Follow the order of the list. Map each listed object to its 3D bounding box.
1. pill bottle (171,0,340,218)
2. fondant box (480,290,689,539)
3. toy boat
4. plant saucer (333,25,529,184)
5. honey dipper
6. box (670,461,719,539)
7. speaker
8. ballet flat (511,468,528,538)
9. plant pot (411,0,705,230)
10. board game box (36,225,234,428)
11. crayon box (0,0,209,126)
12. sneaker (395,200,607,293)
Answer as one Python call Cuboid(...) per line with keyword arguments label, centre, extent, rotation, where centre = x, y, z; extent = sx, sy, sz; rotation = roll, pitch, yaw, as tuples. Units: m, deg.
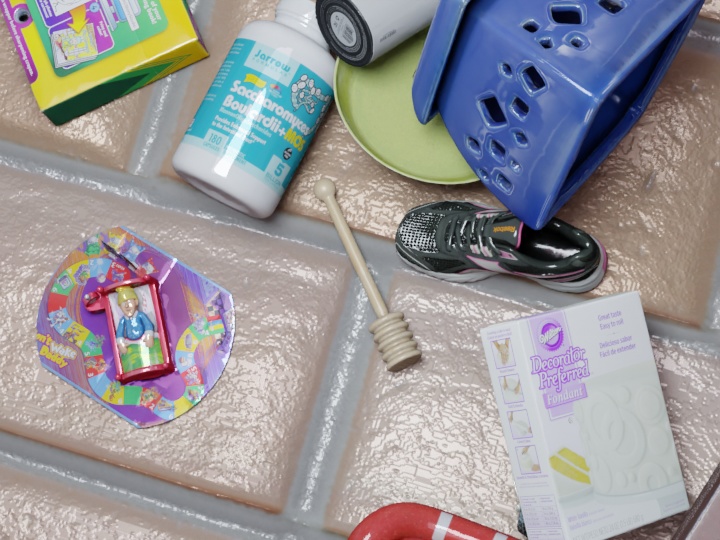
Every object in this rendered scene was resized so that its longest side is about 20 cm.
Cuboid(label="pill bottle", centre=(-0.090, -0.160, 1.507), extent=(0.110, 0.111, 0.201), rotation=(25, 83, 12))
Cuboid(label="fondant box", centre=(0.197, 0.131, 1.382), extent=(0.144, 0.058, 0.202), rotation=(-12, 87, -33))
Cuboid(label="toy boat", centre=(0.075, 0.280, 1.384), extent=(0.199, 0.131, 0.131), rotation=(19, 81, 11))
Cuboid(label="plant saucer", centre=(0.071, -0.163, 1.500), extent=(0.198, 0.031, 0.201), rotation=(4, 63, -8))
Cuboid(label="honey dipper", centre=(0.000, 0.000, 1.501), extent=(0.038, 0.038, 0.201), rotation=(-27, 74, 2))
Cuboid(label="box", centre=(0.347, 0.249, 1.318), extent=(0.165, 0.200, 0.165), rotation=(33, 85, 12))
Cuboid(label="speaker", centre=(0.056, -0.272, 1.487), extent=(0.200, 0.081, 0.081), rotation=(-36, 75, -28))
Cuboid(label="ballet flat", centre=(0.166, 0.149, 1.436), extent=(0.074, 0.074, 0.202), rotation=(1, 75, 8))
Cuboid(label="plant pot", centre=(0.164, -0.193, 1.403), extent=(0.179, 0.200, 0.200), rotation=(38, 58, 13))
Cuboid(label="board game box", centre=(-0.223, 0.052, 1.517), extent=(0.199, 0.039, 0.159), rotation=(31, 84, 13))
Cuboid(label="crayon box", centre=(-0.269, -0.273, 1.582), extent=(0.172, 0.058, 0.201), rotation=(-24, 77, 1))
Cuboid(label="sneaker", centre=(0.130, -0.033, 1.464), extent=(0.198, 0.086, 0.081), rotation=(4, 77, 9))
